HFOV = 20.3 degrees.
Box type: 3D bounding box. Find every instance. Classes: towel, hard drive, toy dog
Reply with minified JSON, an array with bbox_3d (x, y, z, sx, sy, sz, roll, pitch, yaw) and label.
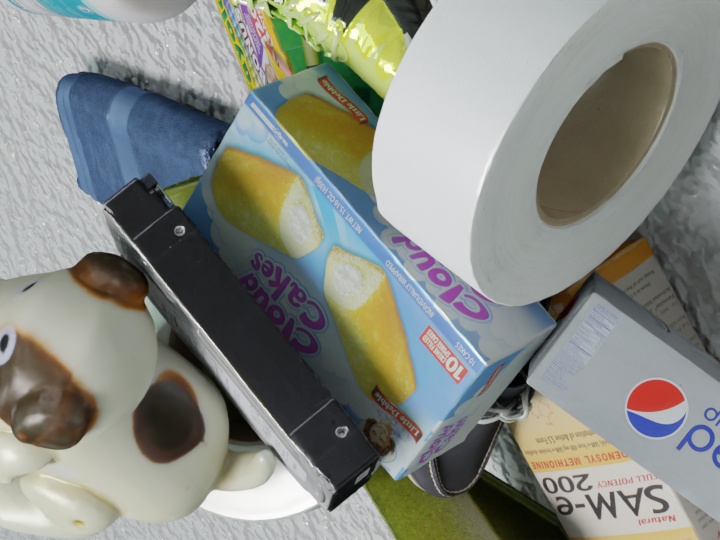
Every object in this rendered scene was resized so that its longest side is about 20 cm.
[{"bbox_3d":[-0.149,-0.083,1.500,0.200,0.048,0.112,24,136,44],"label":"towel"},{"bbox_3d":[-0.067,0.044,1.125,0.200,0.038,0.140,51,171,7],"label":"hard drive"},{"bbox_3d":[-0.154,0.073,1.125,0.193,0.140,0.200,25,160,20],"label":"toy dog"}]

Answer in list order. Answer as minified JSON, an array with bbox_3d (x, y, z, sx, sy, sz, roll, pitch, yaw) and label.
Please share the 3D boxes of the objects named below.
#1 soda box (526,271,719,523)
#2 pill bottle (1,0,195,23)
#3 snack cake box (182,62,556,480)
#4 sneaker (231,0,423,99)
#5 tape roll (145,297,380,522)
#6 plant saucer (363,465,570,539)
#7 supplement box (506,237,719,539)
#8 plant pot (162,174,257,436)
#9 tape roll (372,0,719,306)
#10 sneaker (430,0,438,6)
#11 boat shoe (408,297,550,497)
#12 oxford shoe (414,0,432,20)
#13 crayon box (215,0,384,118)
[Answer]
[{"bbox_3d":[0.187,0.087,1.087,0.200,0.064,0.068,36,-169,0],"label":"soda box"},{"bbox_3d":[-0.193,-0.228,1.371,0.200,0.111,0.111,14,129,49],"label":"pill bottle"},{"bbox_3d":[0.000,0.000,1.106,0.200,0.067,0.115,49,133,15],"label":"snack cake box"},{"bbox_3d":[-0.032,-0.158,1.114,0.200,0.076,0.075,52,166,15],"label":"sneaker"},{"bbox_3d":[-0.063,0.051,1.231,0.202,0.037,0.204,1,93,26],"label":"tape roll"},{"bbox_3d":[0.100,0.187,1.279,0.200,0.048,0.200,35,-169,-33],"label":"plant saucer"},{"bbox_3d":[0.156,0.092,1.203,0.126,0.073,0.200,-20,101,59],"label":"supplement box"},{"bbox_3d":[-0.048,0.019,1.334,0.200,0.200,0.194,-10,99,57],"label":"plant pot"},{"bbox_3d":[0.099,-0.084,1.003,0.071,0.202,0.203,38,144,29],"label":"tape roll"},{"bbox_3d":[0.083,-0.188,1.016,0.073,0.114,0.201,28,137,42],"label":"sneaker"},{"bbox_3d":[0.068,0.063,1.161,0.063,0.072,0.201,42,137,38],"label":"boat shoe"},{"bbox_3d":[0.038,-0.184,1.143,0.200,0.075,0.058,54,-171,-9],"label":"oxford shoe"},{"bbox_3d":[-0.041,-0.151,1.213,0.119,0.058,0.201,147,103,-76],"label":"crayon box"}]
